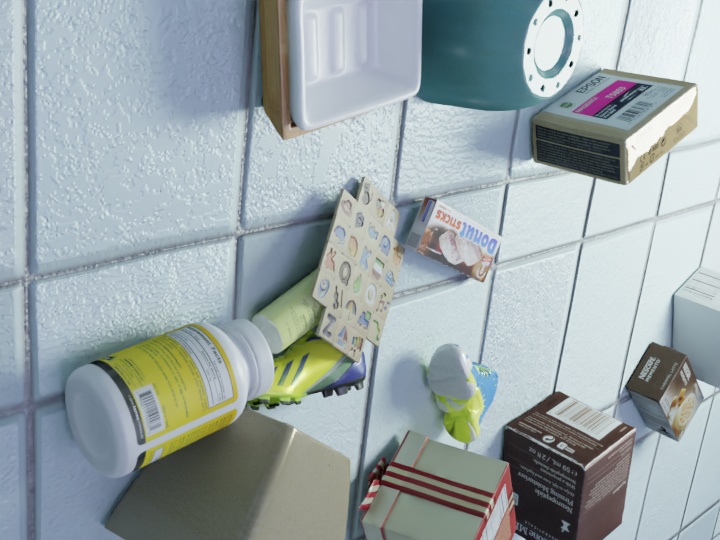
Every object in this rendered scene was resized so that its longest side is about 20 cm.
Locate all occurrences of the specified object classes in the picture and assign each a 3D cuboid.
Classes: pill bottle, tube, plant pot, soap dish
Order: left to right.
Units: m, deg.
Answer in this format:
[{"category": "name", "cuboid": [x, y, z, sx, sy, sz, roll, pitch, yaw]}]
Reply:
[{"category": "pill bottle", "cuboid": [-0.188, 0.121, 1.006, 0.198, 0.111, 0.115, -21, 123, -41]}, {"category": "plant pot", "cuboid": [-0.124, 0.254, 1.095, 0.199, 0.197, 0.180, 40, 69, -49]}, {"category": "tube", "cuboid": [-0.044, 0.025, 1.175, 0.199, 0.052, 0.058, -36, 167, -39]}, {"category": "soap dish", "cuboid": [-0.022, -0.242, 1.042, 0.198, 0.080, 0.160, -25, 126, -39]}, {"category": "plant pot", "cuboid": [0.167, -0.282, 1.174, 0.199, 0.160, 0.204, -24, 126, -39]}]

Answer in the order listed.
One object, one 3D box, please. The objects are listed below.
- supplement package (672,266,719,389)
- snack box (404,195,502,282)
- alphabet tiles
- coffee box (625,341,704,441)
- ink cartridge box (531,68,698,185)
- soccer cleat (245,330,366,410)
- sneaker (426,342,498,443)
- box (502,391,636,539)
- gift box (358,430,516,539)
[{"category": "supplement package", "cuboid": [0.729, 0.123, 2.006, 0.110, 0.154, 0.203, -36, 132, -32]}, {"category": "snack box", "cuboid": [0.130, -0.040, 1.347, 0.199, 0.024, 0.073, 22, 91, -55]}, {"category": "alphabet tiles", "cuboid": [0.000, 0.000, 1.196, 0.166, 0.006, 0.204, 39, 62, -52]}, {"category": "coffee box", "cuboid": [0.620, 0.247, 2.003, 0.115, 0.079, 0.200, -55, 139, -14]}, {"category": "ink cartridge box", "cuboid": [0.368, -0.213, 1.430, 0.199, 0.163, 0.076, -36, 130, -32]}, {"category": "soccer cleat", "cuboid": [-0.075, 0.117, 1.187, 0.198, 0.064, 0.086, -6, 83, -42]}, {"category": "sneaker", "cuboid": [0.154, 0.157, 1.452, 0.105, 0.075, 0.202, -52, 147, -35]}, {"category": "box", "cuboid": [0.348, 0.349, 1.678, 0.163, 0.164, 0.204, -22, 123, -41]}, {"category": "gift box", "cuboid": [0.097, 0.357, 1.380, 0.201, 0.184, 0.187, -51, 142, -41]}]
